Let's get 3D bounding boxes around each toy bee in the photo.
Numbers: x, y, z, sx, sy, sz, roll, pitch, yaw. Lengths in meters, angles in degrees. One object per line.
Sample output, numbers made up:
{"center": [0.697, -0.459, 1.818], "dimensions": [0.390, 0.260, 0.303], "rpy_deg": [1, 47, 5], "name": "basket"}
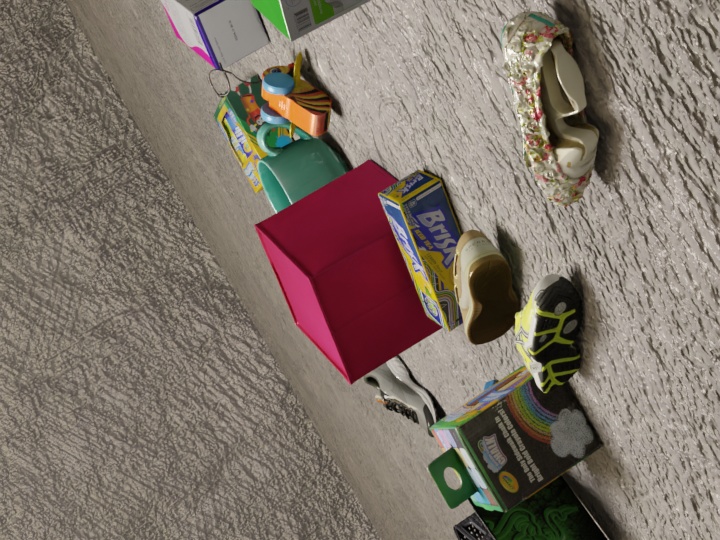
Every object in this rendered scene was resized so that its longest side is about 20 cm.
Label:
{"center": [-0.110, -0.276, 1.868], "dimensions": [0.200, 0.109, 0.131], "rpy_deg": [43, 137, 8], "name": "toy bee"}

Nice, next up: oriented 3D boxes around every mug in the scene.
{"center": [-0.079, -0.141, 1.955], "dimensions": [0.152, 0.114, 0.186], "rpy_deg": [51, 164, 35], "name": "mug"}

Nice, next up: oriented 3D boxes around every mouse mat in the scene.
{"center": [0.242, 0.336, 1.664], "dimensions": [0.161, 0.199, 0.008], "rpy_deg": [54, 129, 23], "name": "mouse mat"}

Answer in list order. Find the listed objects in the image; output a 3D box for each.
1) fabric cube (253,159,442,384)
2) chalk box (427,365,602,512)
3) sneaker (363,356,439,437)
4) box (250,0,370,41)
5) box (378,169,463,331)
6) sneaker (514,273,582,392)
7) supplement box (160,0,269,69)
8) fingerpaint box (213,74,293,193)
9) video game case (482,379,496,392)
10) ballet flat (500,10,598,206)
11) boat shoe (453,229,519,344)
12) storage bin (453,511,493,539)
{"center": [0.000, 0.000, 1.773], "dimensions": [0.196, 0.198, 0.201], "rpy_deg": [41, 157, 51], "name": "fabric cube"}
{"center": [0.175, 0.220, 1.575], "dimensions": [0.126, 0.199, 0.124], "rpy_deg": [60, 167, 0], "name": "chalk box"}
{"center": [0.078, 0.234, 2.242], "dimensions": [0.200, 0.079, 0.074], "rpy_deg": [47, 160, 41], "name": "sneaker"}
{"center": [-0.034, -0.353, 1.195], "dimensions": [0.097, 0.176, 0.201], "rpy_deg": [47, 162, 41], "name": "box"}
{"center": [0.096, -0.026, 1.636], "dimensions": [0.064, 0.070, 0.201], "rpy_deg": [32, 149, 59], "name": "box"}
{"center": [0.202, 0.064, 1.420], "dimensions": [0.077, 0.075, 0.201], "rpy_deg": [51, 163, 31], "name": "sneaker"}
{"center": [-0.241, -0.413, 2.015], "dimensions": [0.200, 0.103, 0.102], "rpy_deg": [41, 158, 51], "name": "supplement box"}
{"center": [-0.188, -0.239, 2.247], "dimensions": [0.168, 0.073, 0.200], "rpy_deg": [61, 167, -2], "name": "fingerpaint box"}
{"center": [0.215, 0.272, 1.770], "dimensions": [0.201, 0.018, 0.143], "rpy_deg": [64, -160, -14], "name": "video game case"}
{"center": [0.176, -0.136, 1.111], "dimensions": [0.064, 0.076, 0.201], "rpy_deg": [18, 142, 47], "name": "ballet flat"}
{"center": [0.152, 0.021, 1.549], "dimensions": [0.201, 0.073, 0.067], "rpy_deg": [84, 166, -56], "name": "boat shoe"}
{"center": [0.254, 0.506, 2.126], "dimensions": [0.201, 0.093, 0.135], "rpy_deg": [65, 166, -17], "name": "storage bin"}
